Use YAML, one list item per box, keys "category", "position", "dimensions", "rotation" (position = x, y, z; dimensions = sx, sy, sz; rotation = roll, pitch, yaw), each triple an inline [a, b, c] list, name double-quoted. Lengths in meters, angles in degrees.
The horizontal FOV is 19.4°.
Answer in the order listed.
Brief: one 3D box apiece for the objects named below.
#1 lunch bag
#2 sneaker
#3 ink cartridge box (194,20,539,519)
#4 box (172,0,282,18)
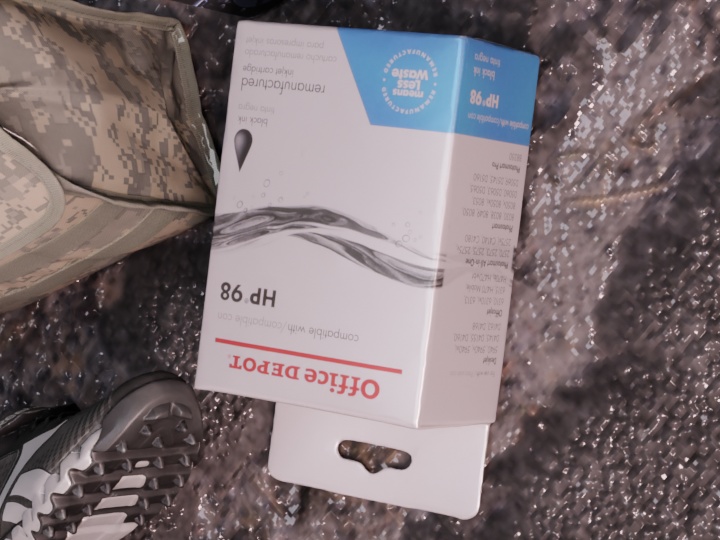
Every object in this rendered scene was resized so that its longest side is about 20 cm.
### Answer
- category: "lunch bag"
  position: [-0.182, -0.048, 0.930]
  dimensions: [0.164, 0.200, 0.118]
  rotation: [-23, 75, 29]
- category: "sneaker"
  position: [-0.138, 0.090, 0.957]
  dimensions: [0.200, 0.066, 0.091]
  rotation: [-52, 52, 42]
- category: "ink cartridge box"
  position: [0.000, 0.000, 0.890]
  dimensions: [0.116, 0.067, 0.200]
  rotation: [8, 92, 32]
- category: "box"
  position: [-0.097, -0.222, 0.904]
  dimensions: [0.086, 0.164, 0.200]
  rotation: [-31, 73, 27]
